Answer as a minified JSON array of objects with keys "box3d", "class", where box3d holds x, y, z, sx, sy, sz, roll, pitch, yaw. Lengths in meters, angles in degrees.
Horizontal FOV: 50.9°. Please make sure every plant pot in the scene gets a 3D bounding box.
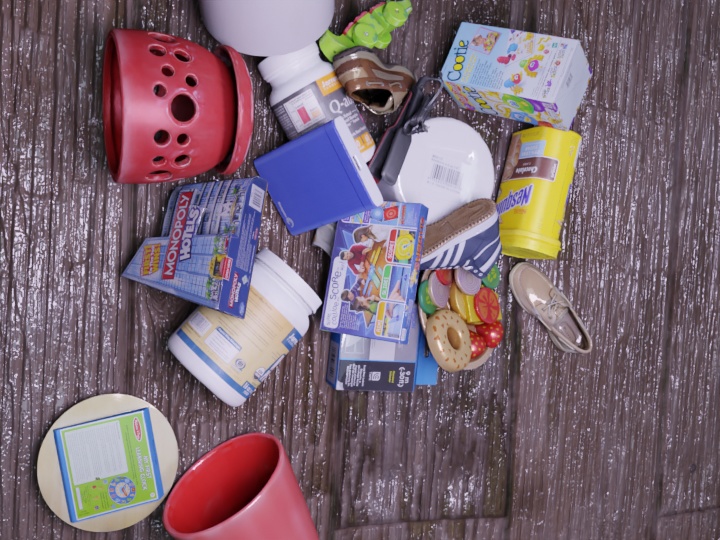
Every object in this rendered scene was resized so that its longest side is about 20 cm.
[{"box3d":[-0.161,0.373,1.119,0.199,0.200,0.179,-34,113,-13],"class":"plant pot"},{"box3d":[-0.253,-0.220,1.040,0.180,0.200,0.203,-3,95,-28],"class":"plant pot"}]

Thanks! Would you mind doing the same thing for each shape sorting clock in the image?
[{"box3d":[-0.368,0.282,1.112,0.197,0.039,0.203,-1,92,-19],"class":"shape sorting clock"}]

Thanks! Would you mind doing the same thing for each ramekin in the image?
[{"box3d":[0.118,-0.150,1.216,0.198,0.098,0.203,-1,95,-18],"class":"ramekin"}]

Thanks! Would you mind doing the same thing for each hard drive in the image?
[{"box3d":[-0.066,-0.132,1.106,0.025,0.199,0.133,-37,105,-39],"class":"hard drive"}]

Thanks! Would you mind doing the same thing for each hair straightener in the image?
[{"box3d":[0.082,-0.214,1.124,0.041,0.076,0.201,42,72,-41],"class":"hair straightener"}]

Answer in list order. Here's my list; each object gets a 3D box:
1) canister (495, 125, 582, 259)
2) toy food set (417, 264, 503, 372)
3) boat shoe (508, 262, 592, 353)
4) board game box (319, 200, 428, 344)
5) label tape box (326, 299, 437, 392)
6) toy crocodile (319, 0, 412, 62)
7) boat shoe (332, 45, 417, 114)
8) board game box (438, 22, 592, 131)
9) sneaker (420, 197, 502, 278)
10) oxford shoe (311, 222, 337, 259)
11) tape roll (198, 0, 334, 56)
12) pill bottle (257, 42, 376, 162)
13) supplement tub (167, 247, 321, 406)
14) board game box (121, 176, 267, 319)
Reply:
[{"box3d":[0.284,-0.127,1.249,0.086,0.148,0.203,15,87,-19],"class":"canister"},{"box3d":[0.166,0.061,1.235,0.198,0.048,0.201,-2,80,-41],"class":"toy food set"},{"box3d":[0.336,0.066,1.321,0.072,0.065,0.201,-42,105,-11],"class":"boat shoe"},{"box3d":[0.019,-0.002,1.108,0.034,0.134,0.203,19,80,-62],"class":"board game box"},{"box3d":[0.051,0.119,1.230,0.197,0.063,0.146,4,92,-18],"class":"label tape box"},{"box3d":[0.012,-0.369,1.157,0.062,0.067,0.200,46,56,-1],"class":"toy crocodile"},{"box3d":[0.027,-0.272,1.147,0.199,0.075,0.075,5,70,-55],"class":"boat shoe"},{"box3d":[0.242,-0.304,1.184,0.103,0.198,0.106,29,84,-58],"class":"board game box"},{"box3d":[0.129,-0.022,1.164,0.198,0.070,0.109,-26,132,0],"class":"sneaker"},{"box3d":[0.000,0.000,1.184,0.200,0.075,0.058,43,90,5],"class":"oxford shoe"},{"box3d":[-0.132,-0.420,1.046,0.200,0.140,0.205,1,61,-2],"class":"tape roll"},{"box3d":[-0.067,-0.239,1.138,0.116,0.116,0.202,-31,103,-14],"class":"pill bottle"},{"box3d":[-0.167,0.081,1.111,0.145,0.144,0.200,45,80,-16],"class":"supplement tub"},{"box3d":[-0.240,-0.036,1.070,0.062,0.198,0.203,30,64,-55],"class":"board game box"}]
